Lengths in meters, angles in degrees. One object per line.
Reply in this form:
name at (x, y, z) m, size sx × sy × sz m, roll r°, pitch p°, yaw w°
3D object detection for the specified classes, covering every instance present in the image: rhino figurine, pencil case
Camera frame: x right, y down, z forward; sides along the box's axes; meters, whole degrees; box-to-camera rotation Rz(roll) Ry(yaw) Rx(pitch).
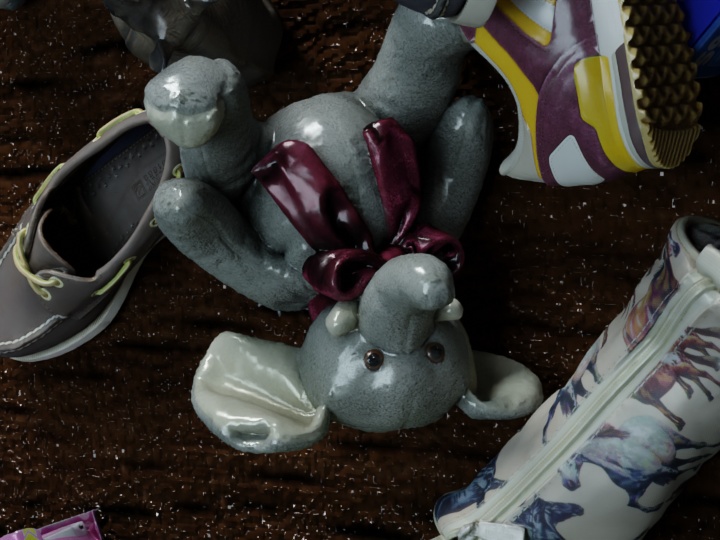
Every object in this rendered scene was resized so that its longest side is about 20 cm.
rhino figurine at (-0.083, -0.119, 1.167) m, size 0.087 × 0.200 × 0.060 m, roll 44°, pitch 96°, yaw 5°
pencil case at (0.112, 0.064, 1.099) m, size 0.078 × 0.089 × 0.200 m, roll 48°, pitch 119°, yaw 19°

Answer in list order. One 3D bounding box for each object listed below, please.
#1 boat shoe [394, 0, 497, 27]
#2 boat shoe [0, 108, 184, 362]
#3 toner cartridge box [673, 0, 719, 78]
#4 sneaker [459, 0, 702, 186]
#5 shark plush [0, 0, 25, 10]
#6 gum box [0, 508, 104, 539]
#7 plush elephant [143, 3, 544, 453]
boat shoe at (0.009, -0.151, 1.080) m, size 0.200 × 0.063 × 0.073 m, roll -120°, pitch 42°, yaw -66°
boat shoe at (-0.136, -0.019, 1.289) m, size 0.200 × 0.059 × 0.072 m, roll -39°, pitch 73°, yaw 33°
toner cartridge box at (0.106, -0.183, 1.104) m, size 0.200 × 0.043 × 0.095 m, roll 51°, pitch 122°, yaw 21°
sneaker at (0.075, -0.133, 1.060) m, size 0.090 × 0.075 × 0.200 m, roll -8°, pitch 90°, yaw 32°
shark plush at (-0.157, -0.217, 1.276) m, size 0.200 × 0.083 × 0.091 m, roll -58°, pitch 30°, yaw 20°
gum box at (-0.202, 0.204, 1.357) m, size 0.200 × 0.066 × 0.114 m, roll -21°, pitch 84°, yaw 35°
plush elephant at (0.000, 0.000, 1.136) m, size 0.155 × 0.165 × 0.200 m, roll 60°, pitch 154°, yaw 31°
